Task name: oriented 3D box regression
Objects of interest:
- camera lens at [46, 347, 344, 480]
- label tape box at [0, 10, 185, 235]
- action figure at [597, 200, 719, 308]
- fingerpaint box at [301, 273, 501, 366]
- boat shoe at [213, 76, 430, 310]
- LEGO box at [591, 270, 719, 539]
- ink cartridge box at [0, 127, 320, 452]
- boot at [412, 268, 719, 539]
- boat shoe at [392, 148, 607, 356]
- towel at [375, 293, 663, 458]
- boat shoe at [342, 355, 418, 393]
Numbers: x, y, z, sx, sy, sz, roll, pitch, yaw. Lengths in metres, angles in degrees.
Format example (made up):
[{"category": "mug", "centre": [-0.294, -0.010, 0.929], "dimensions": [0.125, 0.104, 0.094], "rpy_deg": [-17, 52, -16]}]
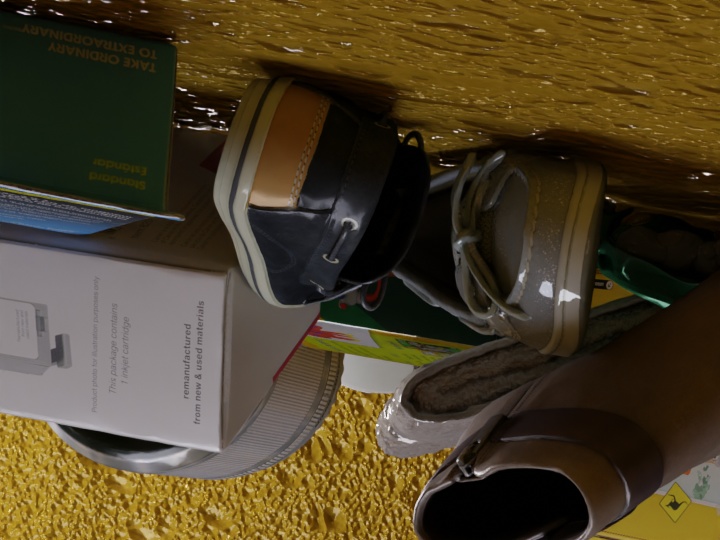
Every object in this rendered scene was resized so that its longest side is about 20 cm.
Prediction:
[{"category": "camera lens", "centre": [-0.104, 0.046, 1.478], "dimensions": [0.160, 0.160, 0.200], "rpy_deg": [9, 176, 15]}, {"category": "label tape box", "centre": [-0.139, -0.056, 0.813], "dimensions": [0.144, 0.063, 0.200], "rpy_deg": [10, 176, -15]}, {"category": "action figure", "centre": [0.169, 0.007, 0.980], "dimensions": [0.200, 0.055, 0.118], "rpy_deg": [17, 179, 10]}, {"category": "fingerpaint box", "centre": [0.000, 0.000, 1.183], "dimensions": [0.166, 0.074, 0.200], "rpy_deg": [9, 174, 10]}, {"category": "boat shoe", "centre": [-0.007, -0.022, 0.904], "dimensions": [0.062, 0.075, 0.200], "rpy_deg": [16, 172, 8]}, {"category": "LEGO box", "centre": [0.185, 0.081, 1.304], "dimensions": [0.077, 0.149, 0.200], "rpy_deg": [14, 175, -43]}, {"category": "ink cartridge box", "centre": [-0.127, -0.006, 1.005], "dimensions": [0.199, 0.083, 0.147], "rpy_deg": [9, -156, 13]}, {"category": "boot", "centre": [0.115, 0.050, 0.884], "dimensions": [0.200, 0.070, 0.146], "rpy_deg": [-31, -178, 44]}, {"category": "boat shoe", "centre": [0.049, -0.010, 0.935], "dimensions": [0.065, 0.075, 0.202], "rpy_deg": [7, -177, -9]}, {"category": "towel", "centre": [0.105, 0.040, 1.081], "dimensions": [0.200, 0.035, 0.133], "rpy_deg": [-18, 170, -8]}, {"category": "boat shoe", "centre": [0.042, 0.091, 2.404], "dimensions": [0.199, 0.071, 0.064], "rpy_deg": [10, 175, -13]}]
